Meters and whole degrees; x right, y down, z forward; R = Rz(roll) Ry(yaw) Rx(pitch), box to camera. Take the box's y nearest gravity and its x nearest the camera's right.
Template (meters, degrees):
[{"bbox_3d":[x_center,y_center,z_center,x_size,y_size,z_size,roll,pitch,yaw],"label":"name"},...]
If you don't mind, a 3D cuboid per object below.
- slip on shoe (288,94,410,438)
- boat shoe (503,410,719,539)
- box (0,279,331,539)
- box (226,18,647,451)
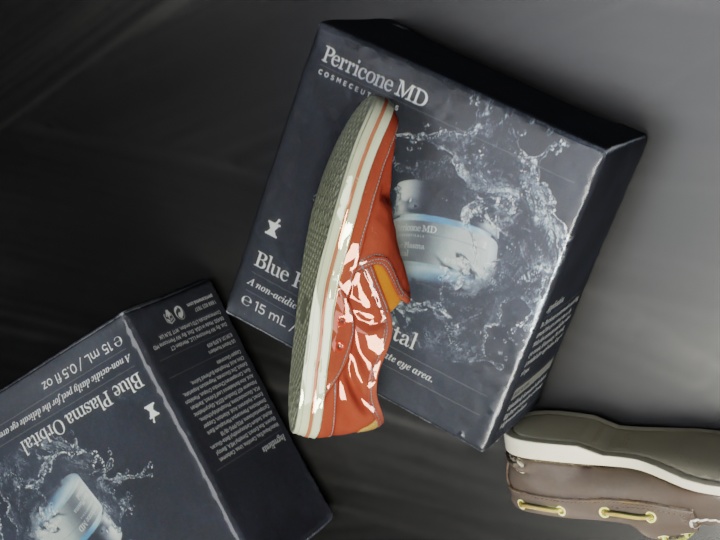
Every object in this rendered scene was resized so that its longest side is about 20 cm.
[{"bbox_3d":[0.000,0.000,0.769,0.060,0.074,0.203,7,98,-12],"label":"slip on shoe"},{"bbox_3d":[0.184,0.135,0.833,0.198,0.072,0.060,6,109,27],"label":"boat shoe"},{"bbox_3d":[-0.161,0.146,0.960,0.195,0.117,0.202,-30,88,27],"label":"box"},{"bbox_3d":[0.045,-0.029,0.838,0.195,0.117,0.202,26,109,18],"label":"box"}]
